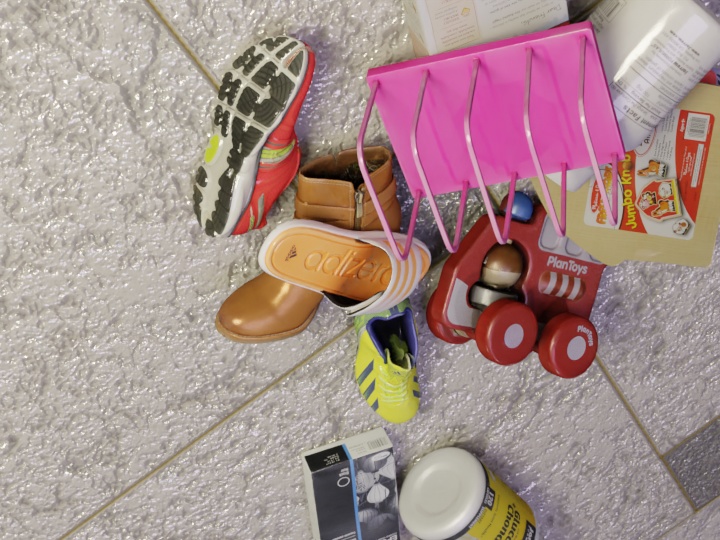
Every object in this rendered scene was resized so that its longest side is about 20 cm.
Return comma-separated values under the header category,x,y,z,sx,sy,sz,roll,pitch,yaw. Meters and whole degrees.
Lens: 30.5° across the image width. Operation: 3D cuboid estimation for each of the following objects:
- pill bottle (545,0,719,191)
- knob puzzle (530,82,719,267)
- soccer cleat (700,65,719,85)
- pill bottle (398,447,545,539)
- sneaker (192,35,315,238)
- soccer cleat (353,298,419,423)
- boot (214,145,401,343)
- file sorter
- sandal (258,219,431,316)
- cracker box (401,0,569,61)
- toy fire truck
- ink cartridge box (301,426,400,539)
category,x,y,z,sx,sy,sz,roll,pitch,yaw
pill bottle,0.233,-0.174,1.208,0.114,0.115,0.200,26,115,-37
knob puzzle,0.259,-0.104,1.297,0.218,0.030,0.221,2,104,8
soccer cleat,0.337,-0.115,1.345,0.076,0.067,0.201,-3,122,-5
pill bottle,0.138,0.295,1.530,0.112,0.112,0.200,-40,131,7
sneaker,-0.083,-0.118,1.158,0.085,0.077,0.201,-7,134,-45
soccer cleat,0.031,0.094,1.347,0.064,0.084,0.201,-19,131,-11
boot,-0.048,-0.024,1.211,0.199,0.077,0.156,-20,142,-17
file sorter,0.112,-0.100,1.118,0.199,0.126,0.139,-9,129,19
sandal,-0.004,0.007,1.184,0.206,0.059,0.079,8,119,-47
cracker box,0.099,-0.262,1.131,0.133,0.058,0.201,-23,130,-6
toy fire truck,0.166,0.009,1.348,0.199,0.112,0.169,13,94,-33
ink cartridge box,-0.007,0.271,1.493,0.099,0.039,0.201,-17,130,-14
